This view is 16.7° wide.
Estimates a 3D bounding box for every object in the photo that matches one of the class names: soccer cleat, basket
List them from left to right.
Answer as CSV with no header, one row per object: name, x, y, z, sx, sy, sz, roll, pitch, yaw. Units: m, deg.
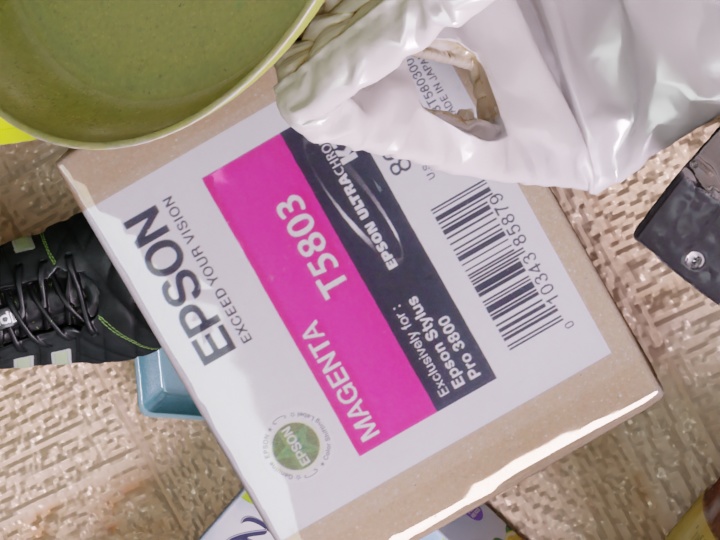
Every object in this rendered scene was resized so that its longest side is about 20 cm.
soccer cleat,-0.150,0.018,1.051,0.199,0.081,0.068,-9,103,33
basket,0.076,-0.147,0.824,0.200,0.198,0.161,-33,68,30

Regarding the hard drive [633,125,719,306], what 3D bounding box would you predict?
hard drive,0.202,0.016,0.882,0.200,0.140,0.038,39,118,7

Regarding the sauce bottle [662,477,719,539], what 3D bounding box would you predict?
sauce bottle,0.119,0.165,1.012,0.066,0.066,0.200,40,118,5

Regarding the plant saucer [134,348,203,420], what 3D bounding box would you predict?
plant saucer,-0.070,-0.031,1.049,0.070,0.019,0.201,3,110,22

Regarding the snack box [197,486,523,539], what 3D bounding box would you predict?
snack box,-0.019,0.166,1.076,0.142,0.053,0.200,42,118,3

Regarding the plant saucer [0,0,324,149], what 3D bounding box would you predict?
plant saucer,-0.065,-0.136,0.792,0.199,0.031,0.201,-7,79,37

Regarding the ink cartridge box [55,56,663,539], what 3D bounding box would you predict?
ink cartridge box,0.000,0.000,0.965,0.164,0.075,0.201,-30,96,2

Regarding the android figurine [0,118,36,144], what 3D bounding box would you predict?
android figurine,-0.168,-0.123,0.989,0.199,0.041,0.183,18,73,11
